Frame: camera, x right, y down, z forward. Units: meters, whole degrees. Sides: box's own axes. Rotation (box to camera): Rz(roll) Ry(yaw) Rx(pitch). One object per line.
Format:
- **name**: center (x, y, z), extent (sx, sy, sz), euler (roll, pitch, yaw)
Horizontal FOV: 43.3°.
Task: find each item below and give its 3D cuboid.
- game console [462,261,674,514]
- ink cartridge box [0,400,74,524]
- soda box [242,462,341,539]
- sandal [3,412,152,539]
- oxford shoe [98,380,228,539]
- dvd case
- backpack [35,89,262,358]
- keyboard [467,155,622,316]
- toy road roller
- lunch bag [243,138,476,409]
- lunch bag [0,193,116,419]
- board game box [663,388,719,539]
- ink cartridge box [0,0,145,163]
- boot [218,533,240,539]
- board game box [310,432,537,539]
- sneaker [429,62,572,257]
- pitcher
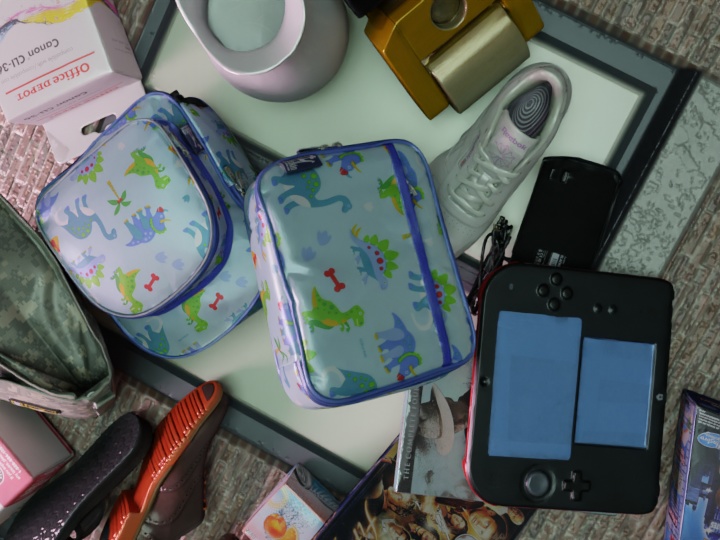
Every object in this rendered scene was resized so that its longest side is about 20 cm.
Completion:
- **game console**: center (0.177, 0.100, 0.765), extent (0.174, 0.031, 0.203), euler (6, 88, -6)
- **ink cartridge box**: center (-0.406, 0.197, 0.881), extent (0.200, 0.085, 0.146), euler (-42, 88, 12)
- **soda box**: center (-0.011, 0.275, 0.833), extent (0.200, 0.068, 0.064), euler (44, 98, 2)
- **sandal**: center (-0.267, 0.224, 0.872), extent (0.200, 0.075, 0.048), euler (-42, 128, 6)
- **oxford shoe**: center (-0.172, 0.197, 0.863), extent (0.072, 0.071, 0.201), euler (29, 98, -24)
- **dvd case**: center (0.134, 0.129, 0.785), extent (0.197, 0.022, 0.148), euler (8, 88, -5)
- **backpack**: center (-0.167, -0.030, 0.788), extent (0.182, 0.147, 0.201), euler (-37, 93, 14)
- **keyboard**: center (0.150, -0.006, 0.801), extent (0.103, 0.040, 0.202), euler (15, 102, -8)
- **toy road roller**: center (0.046, -0.243, 0.758), extent (0.122, 0.146, 0.200), euler (-38, 126, 6)
- **lunch bag**: center (0.000, 0.000, 0.723), extent (0.159, 0.082, 0.203), euler (-11, 82, -21)
- **lunch bag**: center (-0.293, 0.054, 0.797), extent (0.117, 0.164, 0.200), euler (-41, 88, -20)
- **board game box**: center (0.341, 0.234, 0.776), extent (0.198, 0.062, 0.202), euler (20, 100, 7)
- **ink cartridge box**: center (-0.280, -0.210, 0.826), extent (0.115, 0.067, 0.202), euler (-21, 92, 11)
- **boot**: center (-0.072, 0.349, 0.852), extent (0.199, 0.064, 0.188), euler (29, 136, 23)
- **board game box**: center (0.052, 0.227, 0.793), extent (0.135, 0.035, 0.200), euler (42, 74, 2)
- **sneaker**: center (0.103, -0.092, 0.761), extent (0.075, 0.100, 0.201), euler (34, 101, 2)
- **pitcher**: center (-0.092, -0.219, 0.728), extent (0.121, 0.200, 0.172), euler (-42, 88, 11)
